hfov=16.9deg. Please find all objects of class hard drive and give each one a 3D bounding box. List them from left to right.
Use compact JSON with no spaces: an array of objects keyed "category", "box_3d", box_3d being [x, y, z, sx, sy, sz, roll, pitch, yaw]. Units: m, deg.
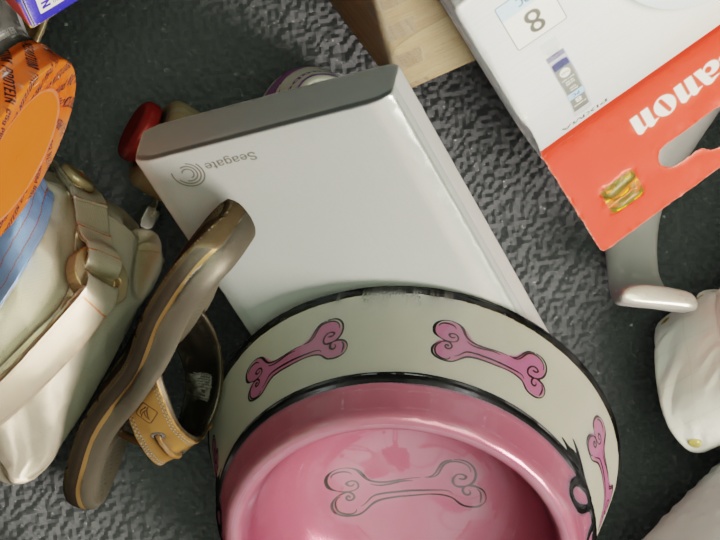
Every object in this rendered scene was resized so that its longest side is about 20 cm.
[{"category":"hard drive","box_3d":[0.000,0.000,1.123,0.131,0.027,0.201,-12,129,25]}]

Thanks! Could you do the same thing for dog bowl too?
[{"category":"dog bowl","box_3d":[0.022,0.107,1.136,0.198,0.074,0.201,4,129,5]}]

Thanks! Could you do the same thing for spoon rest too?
[{"category":"spoon rest","box_3d":[0.146,-0.075,1.224,0.099,0.061,0.202,8,77,-11]}]

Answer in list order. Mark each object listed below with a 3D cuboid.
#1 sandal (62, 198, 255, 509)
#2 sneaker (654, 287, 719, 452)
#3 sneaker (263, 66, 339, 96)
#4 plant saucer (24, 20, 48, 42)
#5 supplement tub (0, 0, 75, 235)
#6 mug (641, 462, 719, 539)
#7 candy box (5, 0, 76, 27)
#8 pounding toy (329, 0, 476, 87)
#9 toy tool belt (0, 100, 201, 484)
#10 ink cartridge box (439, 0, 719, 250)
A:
[{"category":"sandal","box_3d":[-0.086,0.049,1.120,0.054,0.082,0.200,31,127,-3]},{"category":"sneaker","box_3d":[0.200,-0.001,1.218,0.074,0.115,0.201,39,48,-23]},{"category":"sneaker","box_3d":[0.018,-0.008,1.167,0.072,0.114,0.201,-37,99,-8]},{"category":"plant saucer","box_3d":[-0.243,-0.151,1.154,0.198,0.035,0.202,0,91,-9]},{"category":"supplement tub","box_3d":[-0.231,-0.095,1.055,0.199,0.123,0.123,28,87,8]},{"category":"mug","box_3d":[0.250,0.153,1.210,0.175,0.147,0.200,-43,128,-13]},{"category":"candy box","box_3d":[-0.111,-0.221,1.055,0.199,0.077,0.169,-33,54,-14]},{"category":"pounding toy","box_3d":[0.024,-0.211,1.132,0.183,0.200,0.143,-24,130,-9]},{"category":"toy tool belt","box_3d":[-0.160,-0.011,1.132,0.122,0.125,0.201,31,86,-18]},{"category":"ink cartridge box","box_3d":[0.140,-0.106,1.098,0.160,0.047,0.200,-35,129,1]}]
